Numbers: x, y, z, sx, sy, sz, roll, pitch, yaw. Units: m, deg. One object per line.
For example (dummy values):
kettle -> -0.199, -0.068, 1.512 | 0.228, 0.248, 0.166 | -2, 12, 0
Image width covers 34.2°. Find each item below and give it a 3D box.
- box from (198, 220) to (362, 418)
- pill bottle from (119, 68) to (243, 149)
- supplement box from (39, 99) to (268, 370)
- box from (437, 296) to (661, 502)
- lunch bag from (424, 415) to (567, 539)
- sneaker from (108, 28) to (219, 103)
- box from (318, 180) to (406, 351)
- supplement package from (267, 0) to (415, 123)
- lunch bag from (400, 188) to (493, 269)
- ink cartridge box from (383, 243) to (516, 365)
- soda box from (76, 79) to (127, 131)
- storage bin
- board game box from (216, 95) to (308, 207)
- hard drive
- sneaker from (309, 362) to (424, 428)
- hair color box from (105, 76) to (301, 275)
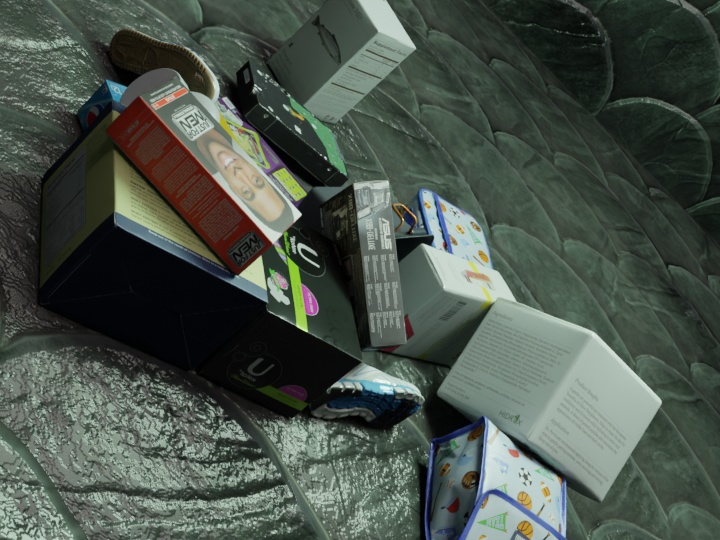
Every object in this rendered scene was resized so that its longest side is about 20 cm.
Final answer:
box -> -0.103, 0.041, 1.367 | 0.148, 0.124, 0.200 | 30, 31, -35
pill bottle -> -0.202, -0.140, 1.387 | 0.200, 0.112, 0.112 | 59, 12, -46
supplement box -> -0.224, -0.037, 1.260 | 0.200, 0.134, 0.200 | 30, 32, -36
box -> 0.258, 0.173, 1.603 | 0.199, 0.172, 0.200 | 40, -10, -37
lunch bag -> 0.170, 0.311, 1.451 | 0.170, 0.124, 0.200 | 39, 39, -22
sneaker -> -0.235, -0.261, 1.561 | 0.200, 0.070, 0.108 | 32, 10, 32
box -> 0.000, 0.000, 1.457 | 0.050, 0.158, 0.201 | -4, 84, -18
supplement package -> -0.032, -0.355, 1.923 | 0.117, 0.200, 0.117 | 7, 48, -55
lunch bag -> 0.141, -0.037, 1.924 | 0.160, 0.076, 0.200 | 30, 31, -31
ink cartridge box -> 0.110, 0.054, 1.669 | 0.200, 0.145, 0.084 | 18, 39, -49
soda box -> -0.253, -0.169, 1.473 | 0.200, 0.064, 0.068 | 14, 42, -50
storage bin -> -0.005, -0.054, 1.652 | 0.134, 0.146, 0.200 | 47, 24, 17
board game box -> -0.159, -0.156, 1.652 | 0.200, 0.032, 0.120 | 50, 21, 1
hard drive -> -0.105, -0.220, 1.788 | 0.200, 0.038, 0.140 | 37, 22, -34
sneaker -> 0.002, 0.140, 1.466 | 0.200, 0.075, 0.087 | 20, 32, -47
hair color box -> -0.161, -0.100, 1.220 | 0.200, 0.061, 0.102 | 48, 25, -6
